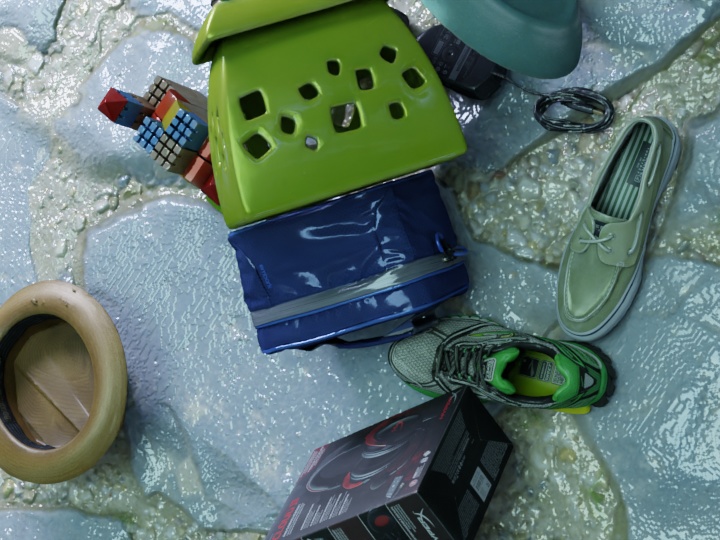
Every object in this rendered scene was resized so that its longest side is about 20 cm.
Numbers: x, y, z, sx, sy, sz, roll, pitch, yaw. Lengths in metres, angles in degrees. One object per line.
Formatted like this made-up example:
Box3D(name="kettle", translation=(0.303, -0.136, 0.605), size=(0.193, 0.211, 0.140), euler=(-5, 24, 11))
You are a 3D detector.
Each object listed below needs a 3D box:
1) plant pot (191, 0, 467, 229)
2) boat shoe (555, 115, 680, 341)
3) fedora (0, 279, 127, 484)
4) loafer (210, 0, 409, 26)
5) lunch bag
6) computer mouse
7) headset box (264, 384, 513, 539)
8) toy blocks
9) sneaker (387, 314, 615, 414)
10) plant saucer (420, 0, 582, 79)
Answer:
Box3D(name="plant pot", translation=(-0.040, -0.149, 1.614), size=(0.198, 0.200, 0.182), euler=(-17, 93, -8))
Box3D(name="boat shoe", translation=(0.207, -0.038, 1.608), size=(0.072, 0.062, 0.201), euler=(21, 94, 28))
Box3D(name="fedora", translation=(-0.282, 0.110, 1.834), size=(0.200, 0.082, 0.202), euler=(-7, 76, 31))
Box3D(name="loafer", translation=(-0.055, -0.219, 1.761), size=(0.199, 0.073, 0.071), euler=(11, 88, 28))
Box3D(name="lunch bag", translation=(0.000, 0.000, 1.667), size=(0.199, 0.136, 0.133), euler=(-16, 92, 27))
Box3D(name="computer mouse", translation=(0.132, -0.164, 1.686), size=(0.199, 0.034, 0.059), euler=(27, 79, 23))
Box3D(name="headset box", translation=(0.013, 0.196, 1.611), size=(0.200, 0.149, 0.075), euler=(-26, 110, 34))
Box3D(name="toy blocks", translation=(-0.149, -0.116, 1.762), size=(0.200, 0.137, 0.100), euler=(40, 102, 25))
Box3D(name="sneaker", translation=(0.111, 0.076, 1.631), size=(0.199, 0.085, 0.078), euler=(3, 85, 28))
Box3D(name="plant saucer", translation=(0.115, -0.246, 1.605), size=(0.036, 0.200, 0.200), euler=(-49, 64, 35))
